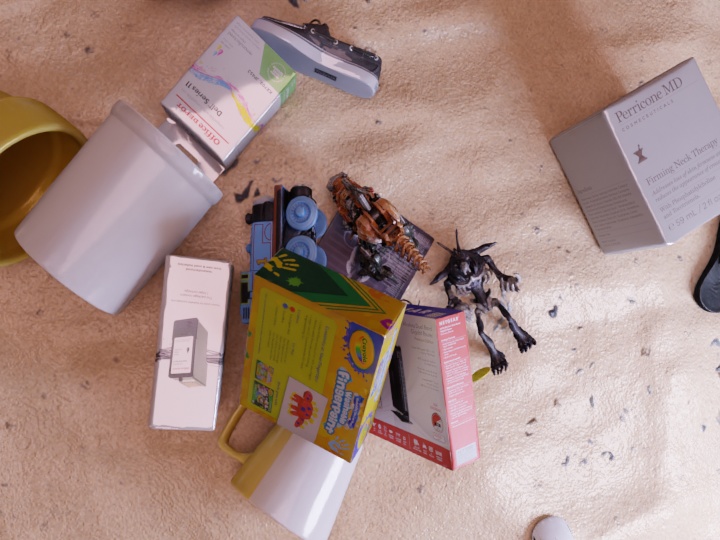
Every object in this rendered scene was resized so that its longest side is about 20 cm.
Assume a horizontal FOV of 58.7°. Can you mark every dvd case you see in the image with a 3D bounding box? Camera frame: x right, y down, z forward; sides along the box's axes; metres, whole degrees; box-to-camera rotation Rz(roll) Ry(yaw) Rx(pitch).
[{"bbox_3d":[0.000,0.000,0.932,0.146,0.016,0.203,32,83,-8],"label":"dvd case"}]

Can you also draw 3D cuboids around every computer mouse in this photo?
[{"bbox_3d":[0.308,0.473,0.953,0.107,0.044,0.206,-18,91,-8],"label":"computer mouse"}]

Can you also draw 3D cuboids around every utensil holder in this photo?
[{"bbox_3d":[-0.297,-0.075,0.793,0.169,0.170,0.201,41,83,-6],"label":"utensil holder"}]

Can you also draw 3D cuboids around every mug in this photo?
[{"bbox_3d":[-0.085,0.244,0.850,0.185,0.149,0.155,37,75,-13],"label":"mug"}]

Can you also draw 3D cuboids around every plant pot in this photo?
[{"bbox_3d":[-0.465,-0.141,0.782,0.187,0.201,0.203,37,83,10],"label":"plant pot"}]

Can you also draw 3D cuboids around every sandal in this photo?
[{"bbox_3d":[0.599,-0.027,1.016,0.074,0.048,0.205,24,85,-8],"label":"sandal"}]

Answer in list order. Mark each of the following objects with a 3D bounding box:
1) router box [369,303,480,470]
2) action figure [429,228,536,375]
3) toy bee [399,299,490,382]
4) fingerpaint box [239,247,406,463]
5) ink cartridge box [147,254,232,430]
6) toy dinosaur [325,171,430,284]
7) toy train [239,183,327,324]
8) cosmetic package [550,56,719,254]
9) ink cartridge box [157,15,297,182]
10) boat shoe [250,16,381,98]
[{"bbox_3d":[0.066,0.139,0.836,0.048,0.198,0.186,-11,96,-30],"label":"router box"},{"bbox_3d":[0.178,0.039,0.919,0.117,0.102,0.203,-32,95,2],"label":"action figure"},{"bbox_3d":[0.127,0.139,0.901,0.107,0.128,0.207,-5,92,-48],"label":"toy bee"},{"bbox_3d":[-0.050,0.101,0.756,0.163,0.073,0.205,23,125,14],"label":"fingerpaint box"},{"bbox_3d":[-0.215,0.089,0.828,0.081,0.145,0.207,6,87,-10],"label":"ink cartridge box"},{"bbox_3d":[0.020,-0.053,0.857,0.100,0.137,0.203,-24,50,5],"label":"toy dinosaur"},{"bbox_3d":[-0.106,-0.016,0.874,0.110,0.087,0.207,-2,80,9],"label":"toy train"},{"bbox_3d":[0.415,-0.155,0.931,0.164,0.166,0.204,-28,92,-9],"label":"cosmetic package"},{"bbox_3d":[-0.191,-0.226,0.882,0.116,0.067,0.202,40,83,-6],"label":"ink cartridge box"},{"bbox_3d":[-0.057,-0.318,0.909,0.195,0.070,0.068,22,77,-9],"label":"boat shoe"}]
